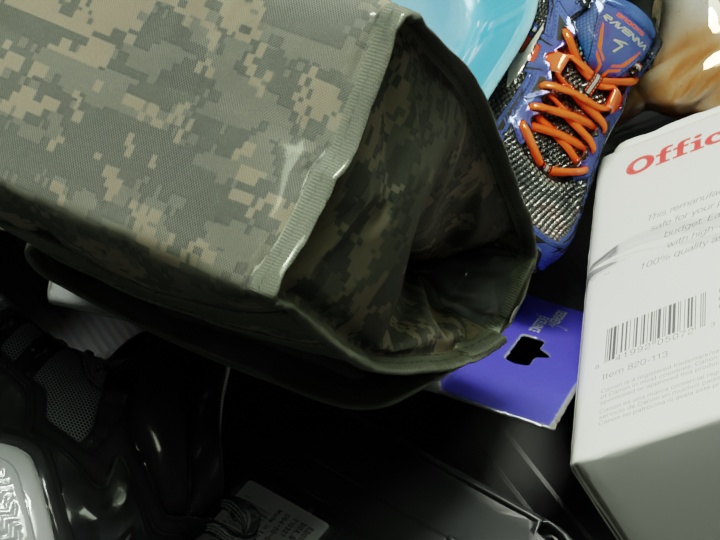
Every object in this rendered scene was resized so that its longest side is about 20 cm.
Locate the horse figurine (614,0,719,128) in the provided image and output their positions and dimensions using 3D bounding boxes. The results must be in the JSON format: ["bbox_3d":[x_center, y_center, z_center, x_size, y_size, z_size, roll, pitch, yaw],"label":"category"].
[{"bbox_3d":[0.146,-0.118,1.137,0.132,0.050,0.201,-7,60,35],"label":"horse figurine"}]

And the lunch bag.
[{"bbox_3d":[-0.041,-0.032,0.821,0.164,0.200,0.118,22,84,24],"label":"lunch bag"}]

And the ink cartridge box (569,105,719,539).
[{"bbox_3d":[0.169,0.016,0.973,0.146,0.083,0.200,-21,32,23],"label":"ink cartridge box"}]

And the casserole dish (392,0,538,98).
[{"bbox_3d":[0.000,-0.104,0.994,0.121,0.039,0.200,43,42,-9],"label":"casserole dish"}]

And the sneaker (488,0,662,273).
[{"bbox_3d":[0.085,-0.086,1.052,0.075,0.078,0.200,35,48,-26],"label":"sneaker"}]

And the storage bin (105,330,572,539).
[{"bbox_3d":[-0.034,0.126,0.904,0.200,0.094,0.135,28,51,20],"label":"storage bin"}]

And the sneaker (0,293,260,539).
[{"bbox_3d":[-0.111,0.040,0.871,0.114,0.076,0.200,-14,49,-25],"label":"sneaker"}]

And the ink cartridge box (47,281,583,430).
[{"bbox_3d":[0.000,0.000,0.997,0.199,0.044,0.198,15,13,9],"label":"ink cartridge box"}]

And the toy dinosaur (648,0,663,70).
[{"bbox_3d":[0.197,-0.066,1.138,0.088,0.048,0.200,-22,48,-2],"label":"toy dinosaur"}]

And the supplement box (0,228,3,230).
[{"bbox_3d":[-0.125,-0.130,1.006,0.073,0.200,0.126,15,25,-39],"label":"supplement box"}]
